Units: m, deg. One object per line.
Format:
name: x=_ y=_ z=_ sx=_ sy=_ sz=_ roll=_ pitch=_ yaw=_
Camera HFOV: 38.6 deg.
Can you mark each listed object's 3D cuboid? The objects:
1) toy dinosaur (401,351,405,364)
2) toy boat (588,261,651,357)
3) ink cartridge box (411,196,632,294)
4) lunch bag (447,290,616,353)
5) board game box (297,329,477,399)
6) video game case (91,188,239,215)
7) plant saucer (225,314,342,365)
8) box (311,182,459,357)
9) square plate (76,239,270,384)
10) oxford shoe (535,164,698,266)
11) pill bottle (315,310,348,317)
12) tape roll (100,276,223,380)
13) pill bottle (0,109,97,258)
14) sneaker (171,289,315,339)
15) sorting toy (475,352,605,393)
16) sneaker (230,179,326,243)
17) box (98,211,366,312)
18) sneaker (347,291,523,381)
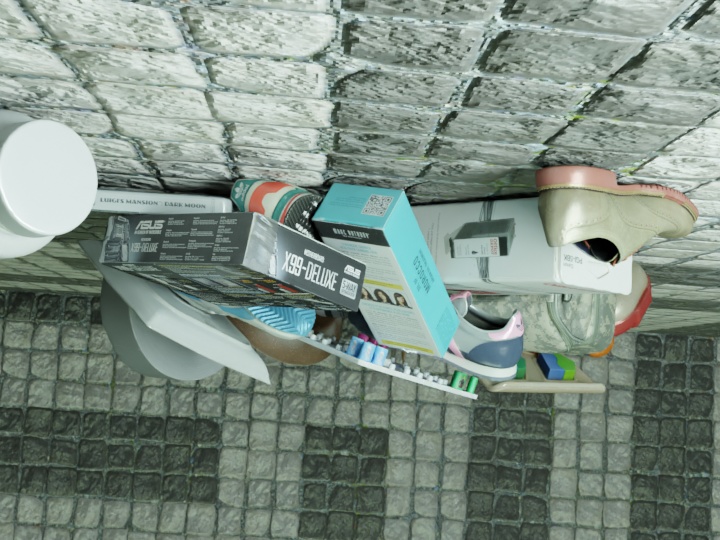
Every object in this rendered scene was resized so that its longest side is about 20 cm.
toy dinosaur: x=0.014 y=0.012 z=1.331 sx=0.199 sy=0.106 sz=0.060 roll=39 pitch=-165 yaw=0
toy boat: x=0.315 y=0.065 z=1.439 sx=0.199 sy=0.131 sz=0.131 roll=-1 pitch=-143 yaw=42
ink cartridge box: x=0.160 y=-0.022 z=1.059 sx=0.199 sy=0.084 sz=0.146 roll=-1 pitch=173 yaw=43
lunch bag: x=0.207 y=0.033 z=1.315 sx=0.199 sy=0.141 sz=0.167 roll=1 pitch=170 yaw=39
board game box: x=0.010 y=0.092 z=1.192 sx=0.199 sy=0.026 sz=0.199 roll=21 pitch=177 yaw=-42
video game case: x=-0.214 y=-0.067 z=1.037 sx=0.180 sy=0.024 sz=0.200 roll=3 pitch=-177 yaw=-1
plant saucer: x=-0.095 y=0.024 z=1.303 sx=0.199 sy=0.202 sz=0.037 roll=9 pitch=141 yaw=-42
box: x=0.029 y=0.003 z=1.016 sx=0.082 sy=0.049 sz=0.201 roll=10 pitch=145 yaw=31
square plate: x=-0.207 y=0.041 z=1.171 sx=0.200 sy=0.029 sz=0.198 roll=33 pitch=-176 yaw=-46
oxford shoe: x=0.221 y=-0.039 z=0.888 sx=0.198 sy=0.076 sz=0.070 roll=7 pitch=172 yaw=-36
pill bottle: x=0.000 y=0.000 z=1.223 sx=0.198 sy=0.115 sz=0.114 roll=3 pitch=174 yaw=7
tape roll: x=-0.236 y=0.040 z=1.331 sx=0.066 sy=0.203 sz=0.199 roll=-1 pitch=173 yaw=43
pill bottle: x=-0.292 y=-0.064 z=0.789 sx=0.199 sy=0.112 sz=0.111 roll=-1 pitch=173 yaw=41
sneaker: x=-0.138 y=0.017 z=1.131 sx=0.199 sy=0.077 sz=0.081 roll=30 pitch=149 yaw=8
sorting toy: x=0.219 y=0.118 z=1.439 sx=0.183 sy=0.037 sz=0.200 roll=4 pitch=-161 yaw=-26
sneaker: x=-0.064 y=-0.050 z=1.048 sx=0.093 sy=0.071 sz=0.200 roll=27 pitch=178 yaw=21
box: x=-0.120 y=-0.006 z=0.957 sx=0.199 sy=0.050 sz=0.157 roll=1 pitch=164 yaw=40
sneaker: x=0.085 y=0.051 z=1.131 sx=0.198 sy=0.083 sz=0.070 roll=16 pitch=-157 yaw=11
